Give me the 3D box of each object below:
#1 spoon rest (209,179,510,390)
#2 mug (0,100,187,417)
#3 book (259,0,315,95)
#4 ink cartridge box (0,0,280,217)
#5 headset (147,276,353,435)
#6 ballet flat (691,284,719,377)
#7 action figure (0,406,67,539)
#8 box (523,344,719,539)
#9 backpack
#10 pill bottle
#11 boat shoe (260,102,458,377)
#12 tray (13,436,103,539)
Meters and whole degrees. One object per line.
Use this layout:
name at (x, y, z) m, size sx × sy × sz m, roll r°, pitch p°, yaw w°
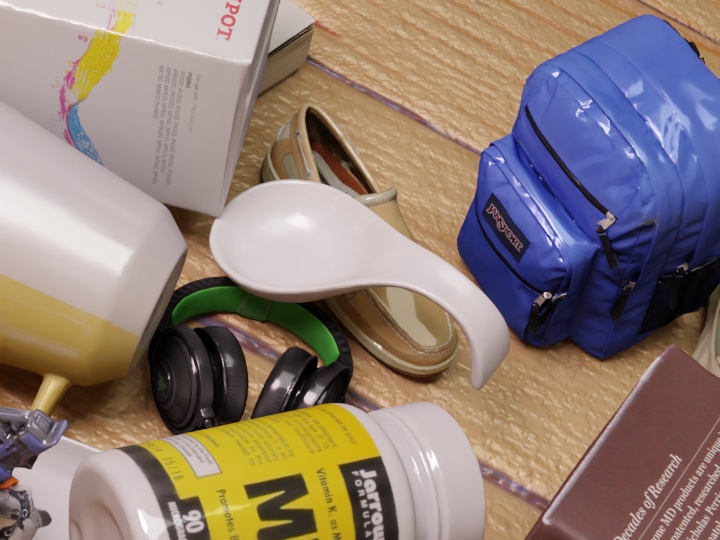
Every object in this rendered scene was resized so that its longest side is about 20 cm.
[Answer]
spoon rest at (0.000, 0.000, 1.185) m, size 0.200 × 0.061 × 0.099 m, roll 26°, pitch 51°, yaw 17°
mug at (-0.192, 0.008, 1.121) m, size 0.153 × 0.187 × 0.149 m, roll 24°, pitch 22°, yaw -1°
book at (-0.146, -0.150, 1.323) m, size 0.134 × 0.048 × 0.200 m, roll 39°, pitch 51°, yaw 15°
ink cartridge box at (-0.156, -0.149, 1.196) m, size 0.200 × 0.145 × 0.145 m, roll 14°, pitch 49°, yaw -1°
headset at (-0.071, 0.084, 1.158) m, size 0.123 × 0.094 × 0.200 m, roll 14°, pitch 34°, yaw -8°
ballet flat at (0.269, 0.034, 1.323) m, size 0.069 × 0.070 × 0.200 m, roll 27°, pitch 48°, yaw 0°
action figure at (-0.218, 0.067, 0.988) m, size 0.194 × 0.200 × 0.105 m, roll 59°, pitch 35°, yaw -16°
box at (0.190, 0.189, 1.098) m, size 0.200 × 0.166 × 0.164 m, roll 35°, pitch 49°, yaw 8°
backpack at (0.162, -0.049, 1.254) m, size 0.168 × 0.200 × 0.163 m, roll -28°, pitch 67°, yaw -27°
pill bottle at (-0.042, 0.133, 1.016) m, size 0.200 × 0.114 × 0.114 m, roll -10°, pitch 58°, yaw -28°
boat shoe at (0.002, -0.023, 1.254) m, size 0.072 × 0.076 × 0.200 m, roll -22°, pitch 64°, yaw -36°
tray at (-0.192, 0.139, 1.062) m, size 0.200 × 0.022 × 0.108 m, roll 21°, pitch 75°, yaw -4°
